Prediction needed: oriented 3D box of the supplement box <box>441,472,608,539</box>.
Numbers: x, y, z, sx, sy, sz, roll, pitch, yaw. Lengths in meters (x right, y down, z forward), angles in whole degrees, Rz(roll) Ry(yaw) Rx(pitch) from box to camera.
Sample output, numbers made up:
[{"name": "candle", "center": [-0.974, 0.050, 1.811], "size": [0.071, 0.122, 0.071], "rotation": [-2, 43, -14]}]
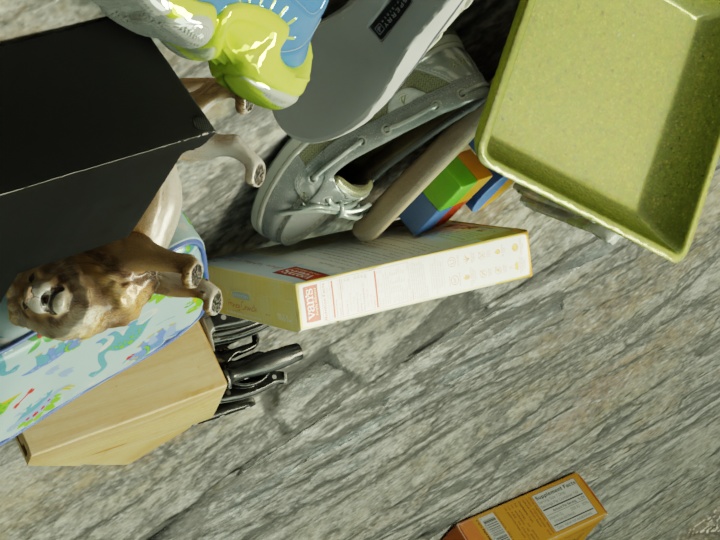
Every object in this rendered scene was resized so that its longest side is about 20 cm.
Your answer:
[{"name": "supplement box", "center": [0.177, 0.291, 2.995], "size": [0.200, 0.069, 0.067], "rotation": [-16, 154, -40]}]

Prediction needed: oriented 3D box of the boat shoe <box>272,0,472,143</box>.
[{"name": "boat shoe", "center": [0.021, -0.155, 1.706], "size": [0.200, 0.071, 0.070], "rotation": [-49, 165, 34]}]

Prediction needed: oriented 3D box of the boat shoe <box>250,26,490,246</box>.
[{"name": "boat shoe", "center": [0.004, -0.081, 1.848], "size": [0.202, 0.065, 0.074], "rotation": [-43, 159, 21]}]

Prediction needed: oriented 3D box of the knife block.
[{"name": "knife block", "center": [-0.137, 0.072, 1.931], "size": [0.175, 0.064, 0.200], "rotation": [-33, 162, 22]}]

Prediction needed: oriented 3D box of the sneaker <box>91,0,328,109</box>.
[{"name": "sneaker", "center": [-0.082, -0.170, 1.527], "size": [0.200, 0.076, 0.105], "rotation": [34, 79, -59]}]

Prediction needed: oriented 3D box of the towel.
[{"name": "towel", "center": [0.206, -0.112, 1.959], "size": [0.200, 0.048, 0.171], "rotation": [-50, -159, -2]}]

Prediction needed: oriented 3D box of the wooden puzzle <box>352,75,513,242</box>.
[{"name": "wooden puzzle", "center": [0.099, -0.094, 1.931], "size": [0.185, 0.046, 0.200], "rotation": [-46, 173, 28]}]

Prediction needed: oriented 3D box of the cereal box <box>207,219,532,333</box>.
[{"name": "cereal box", "center": [0.000, 0.000, 1.913], "size": [0.200, 0.040, 0.144], "rotation": [-13, -167, -31]}]

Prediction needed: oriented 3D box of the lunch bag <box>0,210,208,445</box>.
[{"name": "lunch bag", "center": [-0.197, 0.029, 1.748], "size": [0.200, 0.083, 0.161], "rotation": [-31, 159, -13]}]

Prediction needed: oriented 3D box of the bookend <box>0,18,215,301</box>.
[{"name": "bookend", "center": [-0.218, -0.033, 1.555], "size": [0.200, 0.092, 0.199], "rotation": [-20, 157, -40]}]

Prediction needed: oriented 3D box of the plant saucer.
[{"name": "plant saucer", "center": [0.164, -0.131, 1.818], "size": [0.200, 0.048, 0.200], "rotation": [25, 79, -35]}]

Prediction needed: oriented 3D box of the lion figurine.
[{"name": "lion figurine", "center": [-0.132, -0.044, 1.642], "size": [0.200, 0.122, 0.072], "rotation": [-69, 154, -15]}]
